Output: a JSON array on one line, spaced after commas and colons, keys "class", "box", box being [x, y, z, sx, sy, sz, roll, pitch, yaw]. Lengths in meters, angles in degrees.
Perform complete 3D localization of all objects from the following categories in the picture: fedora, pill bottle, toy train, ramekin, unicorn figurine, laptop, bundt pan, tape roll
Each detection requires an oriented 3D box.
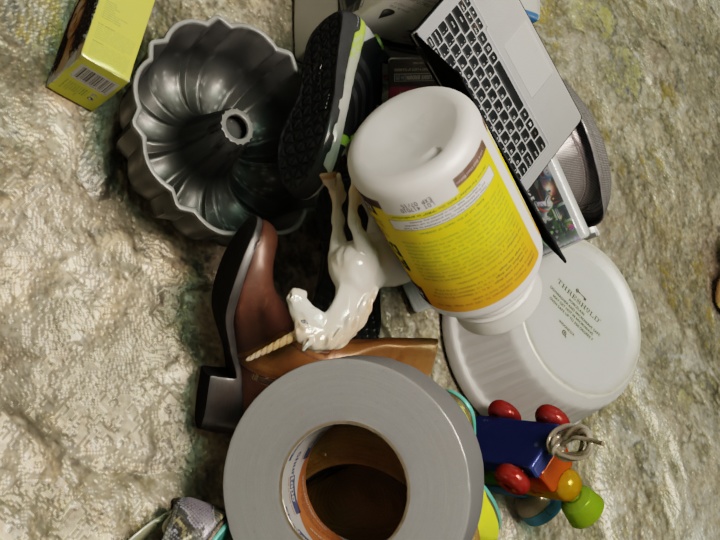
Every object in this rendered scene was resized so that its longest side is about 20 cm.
[{"class": "fedora", "box": [0.159, -0.107, 1.502, 0.090, 0.200, 0.178, -27, 98, -14]}, {"class": "fedora", "box": [0.009, 0.219, 1.286, 0.082, 0.199, 0.202, 0, 70, -74]}, {"class": "pill bottle", "box": [0.074, -0.039, 1.204, 0.200, 0.108, 0.110, 57, 45, -42]}, {"class": "toy train", "box": [0.179, 0.186, 1.379, 0.116, 0.199, 0.085, 48, 66, -23]}, {"class": "ramekin", "box": [0.183, 0.056, 1.494, 0.201, 0.094, 0.204, 13, 67, -32]}, {"class": "unicorn figurine", "box": [-0.002, -0.012, 1.235, 0.199, 0.073, 0.139, -11, 97, -45]}, {"class": "laptop", "box": [0.136, -0.141, 1.281, 0.200, 0.115, 0.188, -50, 122, -30]}, {"class": "bundt pan", "box": [-0.125, -0.112, 1.334, 0.201, 0.076, 0.204, 13, 67, -34]}, {"class": "tape roll", "box": [-0.005, 0.168, 1.212, 0.066, 0.199, 0.202, 0, 70, -74]}]

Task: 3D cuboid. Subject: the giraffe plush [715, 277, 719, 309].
[{"class": "giraffe plush", "box": [0.513, 0.013, 1.734, 0.201, 0.172, 0.162, 55, 29, 5]}]

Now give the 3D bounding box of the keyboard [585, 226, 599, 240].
[{"class": "keyboard", "box": [0.187, -0.121, 1.586, 0.011, 0.056, 0.201, -27, 91, -14]}]

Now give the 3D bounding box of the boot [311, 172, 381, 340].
[{"class": "boot", "box": [0.000, 0.000, 1.384, 0.132, 0.069, 0.202, -50, 149, -72]}]

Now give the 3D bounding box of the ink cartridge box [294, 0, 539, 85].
[{"class": "ink cartridge box", "box": [0.049, -0.249, 1.435, 0.144, 0.199, 0.085, 11, 70, -33]}]

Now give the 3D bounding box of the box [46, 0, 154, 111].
[{"class": "box", "box": [-0.206, -0.240, 1.322, 0.050, 0.075, 0.201, 28, 58, -26]}]

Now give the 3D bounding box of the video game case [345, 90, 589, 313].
[{"class": "video game case", "box": [0.091, -0.087, 1.432, 0.201, 0.181, 0.023, 66, 20, 2]}]

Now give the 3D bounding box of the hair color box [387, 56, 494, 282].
[{"class": "hair color box", "box": [0.079, -0.091, 1.389, 0.060, 0.099, 0.202, -22, 112, -73]}]

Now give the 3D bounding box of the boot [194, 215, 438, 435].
[{"class": "boot", "box": [-0.025, 0.058, 1.288, 0.198, 0.068, 0.190, 7, 96, -18]}]

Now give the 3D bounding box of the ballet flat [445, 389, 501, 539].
[{"class": "ballet flat", "box": [0.074, 0.186, 1.347, 0.067, 0.067, 0.201, -42, 140, -26]}]

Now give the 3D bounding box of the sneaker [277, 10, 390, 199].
[{"class": "sneaker", "box": [-0.009, -0.138, 1.335, 0.083, 0.071, 0.201, 35, 53, -31]}]

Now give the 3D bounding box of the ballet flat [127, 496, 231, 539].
[{"class": "ballet flat", "box": [-0.173, 0.254, 1.186, 0.072, 0.072, 0.201, 45, 53, -15]}]
